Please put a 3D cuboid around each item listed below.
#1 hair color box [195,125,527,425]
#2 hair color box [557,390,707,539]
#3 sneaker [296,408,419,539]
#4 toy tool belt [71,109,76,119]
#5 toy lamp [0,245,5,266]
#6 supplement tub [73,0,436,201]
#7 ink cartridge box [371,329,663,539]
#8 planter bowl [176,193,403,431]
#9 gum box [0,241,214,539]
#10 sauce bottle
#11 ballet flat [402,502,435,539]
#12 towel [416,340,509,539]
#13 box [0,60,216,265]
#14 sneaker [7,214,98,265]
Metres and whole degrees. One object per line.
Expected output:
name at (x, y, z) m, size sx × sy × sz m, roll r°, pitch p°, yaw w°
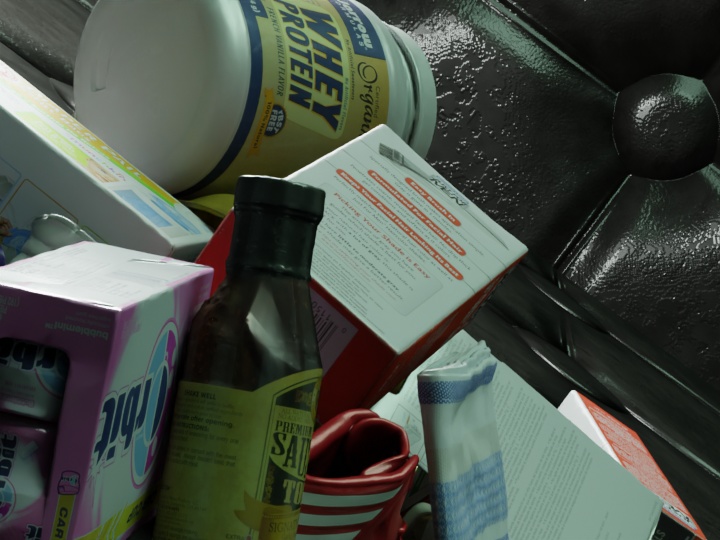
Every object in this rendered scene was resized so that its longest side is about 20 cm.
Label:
hair color box at (0.000, 0.000, 1.210) m, size 0.111 × 0.064 × 0.200 m, roll 41°, pitch 28°, yaw 8°
hair color box at (0.150, 0.168, 1.519) m, size 0.064 × 0.111 × 0.200 m, roll 34°, pitch 10°, yaw -13°
sneaker at (0.012, 0.137, 1.124) m, size 0.078 × 0.116 × 0.200 m, roll 42°, pitch 10°, yaw 30°
toy tool belt at (-0.123, -0.043, 1.504) m, size 0.200 × 0.123 × 0.125 m, roll 33°, pitch 10°, yaw -26°
toy lamp at (-0.231, -0.007, 1.116) m, size 0.058 × 0.058 × 0.200 m, roll 39°, pitch 8°, yaw 14°
supplement tub at (-0.062, -0.109, 1.427) m, size 0.200 × 0.145 × 0.144 m, roll 6°, pitch 29°, yaw -47°
ink cartridge box at (0.074, 0.117, 1.313) m, size 0.200 × 0.050 × 0.109 m, roll 41°, pitch 46°, yaw -10°
planter bowl at (-0.030, 0.015, 1.376) m, size 0.200 × 0.083 × 0.201 m, roll 36°, pitch -28°, yaw 23°
gum box at (-0.121, 0.056, 0.981) m, size 0.066 × 0.114 × 0.200 m, roll 12°, pitch 6°, yaw 7°
sauce bottle at (-0.051, 0.059, 1.017) m, size 0.066 × 0.201 × 0.066 m, roll 9°, pitch -2°, yaw 0°
ballet flat at (0.010, 0.142, 1.244) m, size 0.200 × 0.064 × 0.067 m, roll 34°, pitch -2°, yaw -14°
towel at (0.060, 0.140, 1.173) m, size 0.024 × 0.201 × 0.147 m, roll -7°, pitch 1°, yaw 12°
box at (-0.193, -0.037, 1.272) m, size 0.200 × 0.101 × 0.112 m, roll 38°, pitch 9°, yaw 6°
sneaker at (-0.114, 0.059, 1.147) m, size 0.200 × 0.087 × 0.075 m, roll 38°, pitch -11°, yaw 27°
